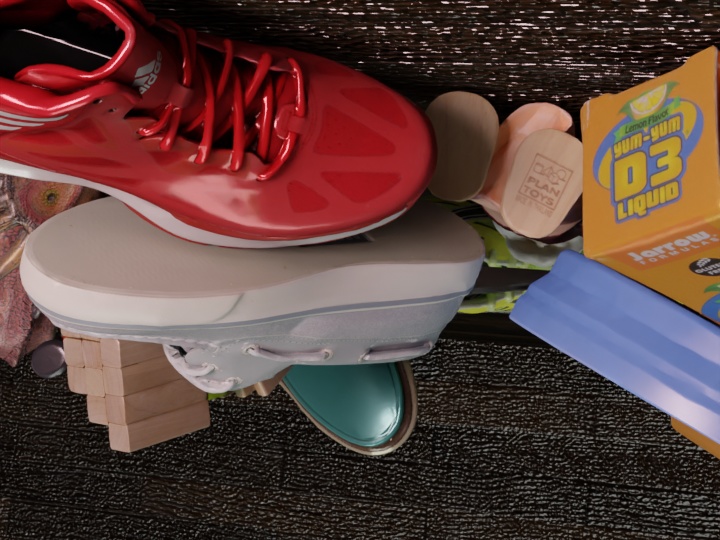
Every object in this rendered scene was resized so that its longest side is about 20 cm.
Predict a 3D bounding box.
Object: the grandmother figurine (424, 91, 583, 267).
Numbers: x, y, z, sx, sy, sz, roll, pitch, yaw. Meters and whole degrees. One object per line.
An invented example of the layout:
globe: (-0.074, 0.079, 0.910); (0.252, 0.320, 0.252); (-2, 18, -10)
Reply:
grandmother figurine: (0.078, -0.035, 0.894); (0.121, 0.061, 0.200); (33, -177, 9)

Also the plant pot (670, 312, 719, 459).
plant pot: (0.289, 0.066, 1.189); (0.182, 0.201, 0.200); (21, 180, 17)

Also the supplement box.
supplement box: (0.167, -0.008, 0.732); (0.199, 0.069, 0.066); (25, 149, -35)

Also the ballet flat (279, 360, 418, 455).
ballet flat: (-0.033, 0.013, 1.053); (0.200, 0.069, 0.069); (49, -170, 17)

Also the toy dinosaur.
toy dinosaur: (-0.143, -0.012, 0.849); (0.085, 0.201, 0.136); (-19, -132, -25)

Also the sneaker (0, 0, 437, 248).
sneaker: (-0.058, -0.051, 0.684); (0.199, 0.079, 0.115); (5, 177, -15)

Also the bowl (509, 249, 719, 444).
bowl: (0.156, 0.053, 0.819); (0.200, 0.040, 0.201); (30, -178, -1)

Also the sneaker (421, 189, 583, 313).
sneaker: (0.085, -0.002, 1.021); (0.198, 0.076, 0.077); (3, -153, 10)

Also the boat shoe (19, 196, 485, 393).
boat shoe: (-0.041, 0.015, 0.784); (0.200, 0.072, 0.070); (-3, -145, -35)

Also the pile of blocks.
pile of blocks: (-0.060, 0.001, 0.865); (0.062, 0.082, 0.200); (6, -140, 41)

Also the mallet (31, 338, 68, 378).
mallet: (-0.085, 0.025, 0.927); (0.066, 0.041, 0.200); (-23, 177, 14)

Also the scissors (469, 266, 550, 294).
scissors: (0.000, 0.000, 0.907); (0.199, 0.074, 0.014); (-16, 158, -17)
